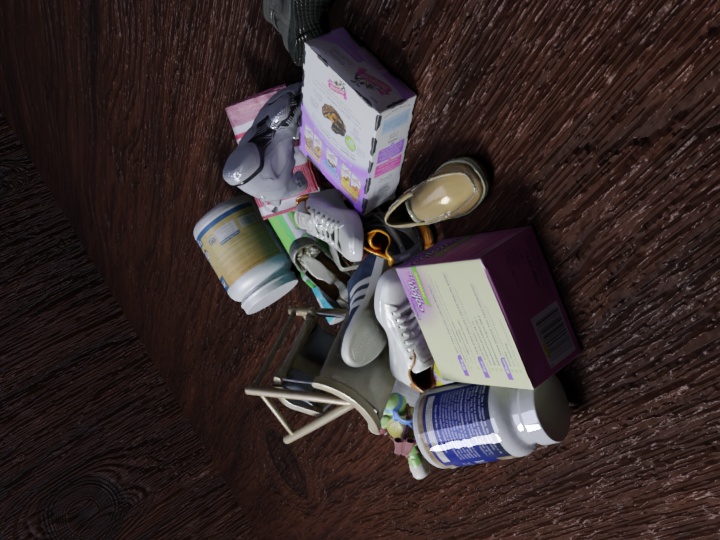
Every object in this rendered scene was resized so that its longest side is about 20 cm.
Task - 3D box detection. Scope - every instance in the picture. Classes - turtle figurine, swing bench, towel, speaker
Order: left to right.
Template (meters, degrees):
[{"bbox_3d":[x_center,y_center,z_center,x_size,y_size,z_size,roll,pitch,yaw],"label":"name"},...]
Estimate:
[{"bbox_3d":[-0.143,-0.196,1.375,0.142,0.023,0.203,-12,100,33],"label":"towel"},{"bbox_3d":[-0.107,-0.073,1.454,0.202,0.088,0.088,59,153,4],"label":"speaker"},{"bbox_3d":[-0.044,0.150,1.316,0.198,0.200,0.131,-15,123,33],"label":"swing bench"},{"bbox_3d":[0.088,0.240,1.379,0.195,0.143,0.200,58,167,-30],"label":"turtle figurine"}]

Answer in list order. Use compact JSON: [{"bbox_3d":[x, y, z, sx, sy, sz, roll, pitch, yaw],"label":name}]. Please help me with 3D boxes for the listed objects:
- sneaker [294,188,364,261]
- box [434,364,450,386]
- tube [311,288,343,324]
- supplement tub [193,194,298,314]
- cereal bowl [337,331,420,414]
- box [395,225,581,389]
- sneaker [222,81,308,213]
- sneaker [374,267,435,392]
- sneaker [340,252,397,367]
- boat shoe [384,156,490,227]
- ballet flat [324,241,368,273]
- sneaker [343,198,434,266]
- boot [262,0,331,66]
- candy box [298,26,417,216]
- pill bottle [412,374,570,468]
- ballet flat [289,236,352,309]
[{"bbox_3d":[-0.052,-0.064,1.238,0.200,0.083,0.074,-128,36,-60],"label":"sneaker"},{"bbox_3d":[0.142,0.144,1.264,0.201,0.048,0.117,56,152,6],"label":"box"},{"bbox_3d":[-0.083,0.002,1.532,0.202,0.050,0.078,60,150,13],"label":"tube"},{"bbox_3d":[-0.226,-0.031,1.635,0.202,0.143,0.145,57,153,8],"label":"supplement tub"},{"bbox_3d":[0.015,0.185,1.488,0.200,0.083,0.202,41,148,33],"label":"cereal bowl"},{"bbox_3d":[0.164,0.050,1.083,0.199,0.096,0.178,-8,109,61],"label":"box"},{"bbox_3d":[-0.122,-0.192,1.298,0.115,0.201,0.075,42,165,-35],"label":"sneaker"},{"bbox_3d":[0.078,0.090,1.191,0.084,0.072,0.202,33,146,49],"label":"sneaker"},{"bbox_3d":[0.005,0.056,1.269,0.084,0.202,0.075,-5,143,47],"label":"sneaker"},{"bbox_3d":[0.095,-0.090,1.091,0.072,0.076,0.200,61,153,0],"label":"boat shoe"},{"bbox_3d":[0.000,0.000,1.358,0.201,0.063,0.069,53,150,15],"label":"ballet flat"},{"bbox_3d":[0.024,-0.066,1.240,0.199,0.077,0.079,30,143,49],"label":"sneaker"},{"bbox_3d":[-0.099,-0.399,1.158,0.131,0.067,0.201,56,152,23],"label":"boot"},{"bbox_3d":[-0.011,-0.209,1.170,0.168,0.071,0.201,48,151,25],"label":"candy box"},{"bbox_3d":[0.178,0.201,1.126,0.198,0.115,0.117,-21,98,40],"label":"pill bottle"},{"bbox_3d":[-0.042,0.024,1.383,0.200,0.068,0.064,42,-176,-15],"label":"ballet flat"}]
